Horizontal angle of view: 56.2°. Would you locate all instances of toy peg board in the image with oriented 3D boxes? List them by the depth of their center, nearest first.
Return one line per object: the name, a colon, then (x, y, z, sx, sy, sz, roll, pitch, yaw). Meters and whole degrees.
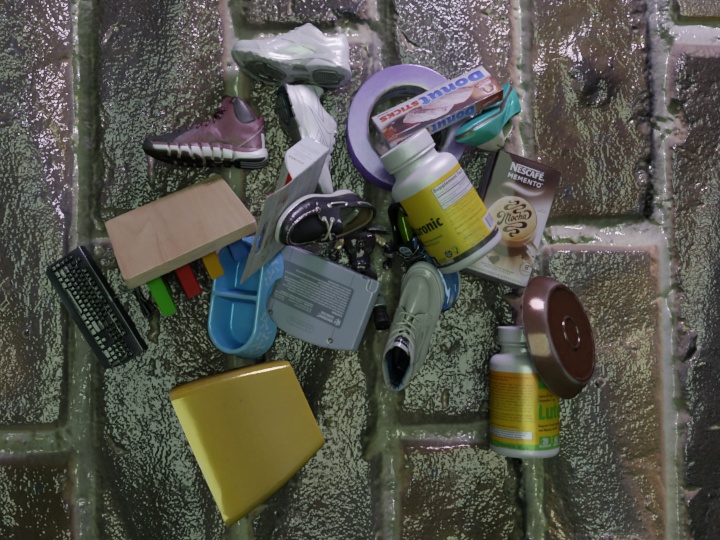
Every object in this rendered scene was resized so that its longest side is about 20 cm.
toy peg board: (-0.267, -0.036, 1.041, 0.198, 0.200, 0.098, -26, 127, -14)

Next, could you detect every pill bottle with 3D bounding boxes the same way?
pill bottle: (0.115, -0.105, 1.006, 0.111, 0.111, 0.201, -34, 98, -4)
pill bottle: (0.264, 0.192, 1.091, 0.110, 0.111, 0.202, 0, 88, -4)

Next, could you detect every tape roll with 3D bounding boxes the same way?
tape roll: (0.075, -0.232, 1.118, 0.199, 0.066, 0.202, 0, 87, -3)

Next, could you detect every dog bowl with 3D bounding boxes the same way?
dog bowl: (-0.188, 0.041, 1.074, 0.111, 0.050, 0.202, 6, 87, 24)

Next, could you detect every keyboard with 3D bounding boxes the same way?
keyboard: (-0.411, 0.050, 1.096, 0.127, 0.021, 0.201, -32, 91, -4)

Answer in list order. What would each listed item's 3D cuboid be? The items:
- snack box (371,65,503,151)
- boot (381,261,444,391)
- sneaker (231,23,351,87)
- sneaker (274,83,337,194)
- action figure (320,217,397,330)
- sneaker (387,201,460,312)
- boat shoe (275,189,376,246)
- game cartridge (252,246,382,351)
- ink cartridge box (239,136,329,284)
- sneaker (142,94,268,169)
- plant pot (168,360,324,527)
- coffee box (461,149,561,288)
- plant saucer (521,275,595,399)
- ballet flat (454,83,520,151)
snack box: (0.121, -0.254, 1.060, 0.199, 0.024, 0.072, -26, 52, -4)
boot: (0.080, 0.092, 1.050, 0.073, 0.096, 0.201, 13, 116, 16)
sneaker: (-0.111, -0.362, 1.114, 0.198, 0.078, 0.100, 6, 70, -4)
sneaker: (-0.072, -0.212, 1.105, 0.087, 0.074, 0.201, -19, 99, -28)
action figure: (0.000, 0.000, 1.104, 0.129, 0.069, 0.201, -6, 74, 3)
sneaker: (0.093, -0.024, 1.089, 0.078, 0.089, 0.201, -28, 83, 37)
boat shoe: (-0.049, -0.073, 1.021, 0.060, 0.200, 0.074, 29, 117, 24)
game cartridge: (-0.074, 0.045, 1.070, 0.199, 0.040, 0.134, 23, 91, 23)
ink cartridge box: (-0.126, -0.092, 0.999, 0.047, 0.200, 0.161, 29, 126, 8)
sneaker: (-0.249, -0.231, 1.098, 0.199, 0.076, 0.116, 3, 83, -14)
plant pot: (-0.167, 0.237, 1.028, 0.176, 0.200, 0.201, -24, 89, -15)
coffee box: (0.242, -0.083, 1.115, 0.112, 0.080, 0.201, 18, 87, -2)
plant saucer: (0.322, 0.101, 1.071, 0.200, 0.034, 0.202, 22, 59, -41)
ballet flat: (0.215, -0.235, 1.086, 0.071, 0.067, 0.200, 59, 43, -18)
